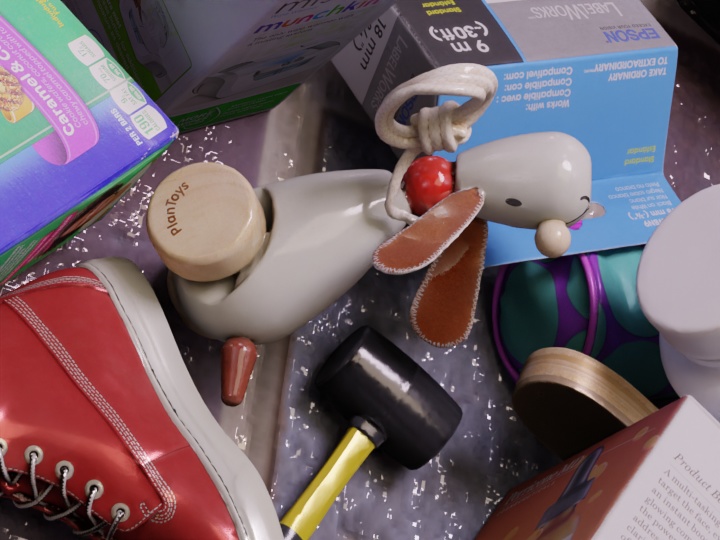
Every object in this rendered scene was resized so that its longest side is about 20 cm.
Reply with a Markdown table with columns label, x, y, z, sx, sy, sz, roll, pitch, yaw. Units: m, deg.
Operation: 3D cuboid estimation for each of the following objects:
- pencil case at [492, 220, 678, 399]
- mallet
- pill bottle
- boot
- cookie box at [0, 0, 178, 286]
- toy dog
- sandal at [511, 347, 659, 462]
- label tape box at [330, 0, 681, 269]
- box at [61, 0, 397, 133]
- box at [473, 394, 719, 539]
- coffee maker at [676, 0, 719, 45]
| label | x | y | z | sx | sy | sz | roll | pitch | yaw |
| --- | --- | --- | --- | --- | --- | --- | --- | --- | --- |
| pencil case | 0.166 | 0.017 | 1.243 | 0.199 | 0.085 | 0.093 | -2 | 104 | -30 |
| mallet | -0.034 | 0.105 | 1.121 | 0.066 | 0.041 | 0.200 | 48 | 58 | -5 |
| pill bottle | 0.211 | 0.044 | 1.159 | 0.200 | 0.109 | 0.110 | 40 | 52 | -39 |
| boot | -0.121 | 0.096 | 1.039 | 0.144 | 0.072 | 0.200 | -17 | 64 | -34 |
| cookie box | -0.200 | -0.061 | 1.027 | 0.171 | 0.075 | 0.200 | 47 | 41 | 3 |
| toy dog | 0.000 | 0.000 | 1.088 | 0.132 | 0.199 | 0.097 | 29 | 46 | -57 |
| sandal | 0.156 | 0.089 | 1.193 | 0.212 | 0.077 | 0.070 | 45 | 53 | -27 |
| label tape box | 0.070 | -0.100 | 1.204 | 0.144 | 0.063 | 0.200 | -9 | 50 | -33 |
| box | -0.074 | -0.184 | 1.128 | 0.096 | 0.176 | 0.201 | -17 | 79 | -35 |
| box | 0.091 | 0.175 | 1.093 | 0.106 | 0.152 | 0.200 | 44 | 54 | -6 |
| coffee maker | 0.283 | -0.174 | 1.344 | 0.192 | 0.134 | 0.200 | 54 | 54 | -30 |
